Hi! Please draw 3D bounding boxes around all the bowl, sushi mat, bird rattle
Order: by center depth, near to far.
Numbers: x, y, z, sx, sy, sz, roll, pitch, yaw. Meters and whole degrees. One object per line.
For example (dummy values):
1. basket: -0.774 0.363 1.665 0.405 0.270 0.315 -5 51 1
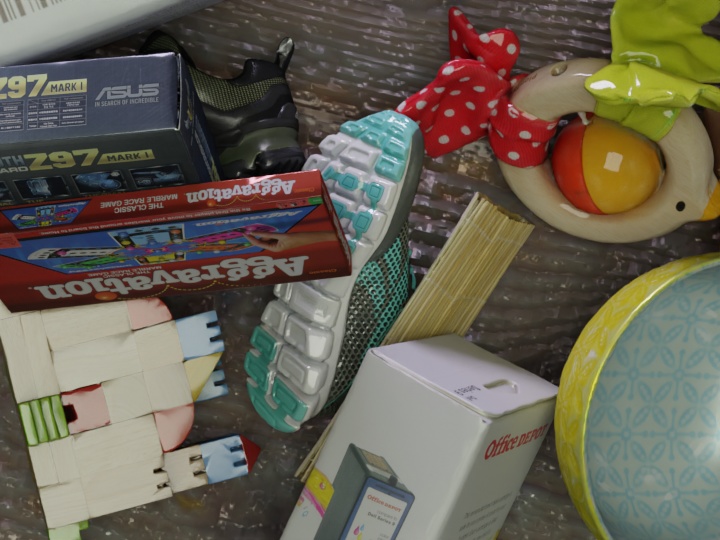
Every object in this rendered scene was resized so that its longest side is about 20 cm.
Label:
1. bird rattle: 0.128 -0.077 1.199 0.199 0.113 0.163 -15 124 25
2. bowl: 0.186 0.079 1.205 0.199 0.108 0.201 -5 102 -26
3. sushi mat: 0.033 0.047 1.227 0.012 0.096 0.200 34 94 23

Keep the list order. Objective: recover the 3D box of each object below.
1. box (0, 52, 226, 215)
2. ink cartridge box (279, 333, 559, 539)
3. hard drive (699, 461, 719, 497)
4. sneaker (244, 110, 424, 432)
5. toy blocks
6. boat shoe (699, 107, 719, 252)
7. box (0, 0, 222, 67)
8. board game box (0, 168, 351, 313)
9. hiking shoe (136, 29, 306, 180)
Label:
1. box: -0.180 -0.052 1.115 0.199 0.158 0.051 -5 66 5
2. ink cartridge box: 0.025 0.144 1.186 0.087 0.145 0.200 30 104 18
3. hard drive: 0.325 0.113 1.267 0.200 0.027 0.132 -41 94 3
4. sneaker: 0.000 0.000 1.218 0.078 0.091 0.201 37 114 39
5. toy blocks: -0.139 0.063 1.228 0.136 0.100 0.201 -14 89 -11
6. boat shoe: 0.240 -0.082 1.234 0.067 0.072 0.201 16 105 31
7. box: -0.187 -0.219 1.156 0.198 0.171 0.201 -20 94 1
8. board game box: -0.111 -0.014 1.125 0.199 0.103 0.020 -7 66 7
9. hiking shoe: -0.132 -0.088 1.228 0.199 0.076 0.101 -4 73 3
